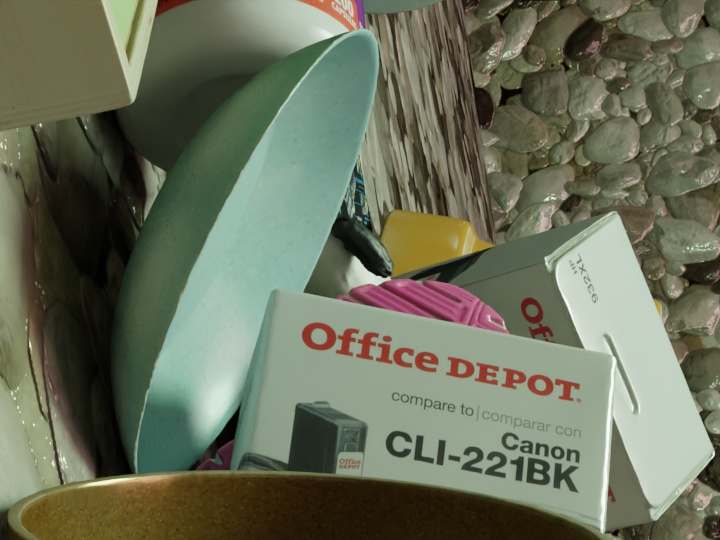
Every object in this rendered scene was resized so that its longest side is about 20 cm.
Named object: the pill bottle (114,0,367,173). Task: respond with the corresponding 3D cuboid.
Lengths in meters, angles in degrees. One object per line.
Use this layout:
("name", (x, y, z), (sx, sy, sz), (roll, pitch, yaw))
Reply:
("pill bottle", (-0.056, -0.144, 0.951), (0.113, 0.112, 0.201), (69, 13, -54))

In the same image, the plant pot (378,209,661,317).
("plant pot", (0.097, 0.072, 1.365), (0.200, 0.182, 0.202), (8, 90, -83))

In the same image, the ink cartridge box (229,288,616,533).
("ink cartridge box", (0.015, 0.121, 0.812), (0.084, 0.143, 0.201), (110, -10, -59))

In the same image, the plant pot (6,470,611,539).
("plant pot", (-0.021, 0.176, 0.648), (0.186, 0.185, 0.202), (-21, 115, -83))

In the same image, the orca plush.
("orca plush", (0.000, 0.000, 1.049), (0.200, 0.105, 0.071), (36, 47, -9))

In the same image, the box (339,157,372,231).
("box", (-0.032, -0.066, 1.289), (0.200, 0.046, 0.160), (4, 77, -83))

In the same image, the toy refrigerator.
("toy refrigerator", (-0.104, -0.130, 0.736), (0.200, 0.069, 0.076), (-87, 165, -58))

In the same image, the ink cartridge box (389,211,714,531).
("ink cartridge box", (0.067, 0.069, 1.130), (0.084, 0.199, 0.146), (-33, 102, -50))

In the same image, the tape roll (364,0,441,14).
("tape roll", (0.011, -0.262, 1.287), (0.066, 0.199, 0.201), (-84, 162, -64))

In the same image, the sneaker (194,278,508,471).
("sneaker", (-0.011, 0.083, 0.932), (0.081, 0.200, 0.088), (38, -29, 18))

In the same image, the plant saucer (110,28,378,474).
("plant saucer", (-0.054, -0.010, 0.835), (0.202, 0.038, 0.201), (-62, 170, -20))
